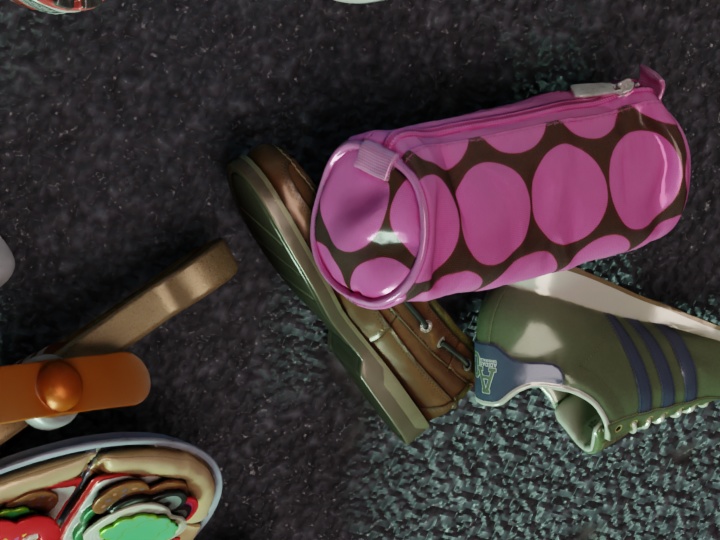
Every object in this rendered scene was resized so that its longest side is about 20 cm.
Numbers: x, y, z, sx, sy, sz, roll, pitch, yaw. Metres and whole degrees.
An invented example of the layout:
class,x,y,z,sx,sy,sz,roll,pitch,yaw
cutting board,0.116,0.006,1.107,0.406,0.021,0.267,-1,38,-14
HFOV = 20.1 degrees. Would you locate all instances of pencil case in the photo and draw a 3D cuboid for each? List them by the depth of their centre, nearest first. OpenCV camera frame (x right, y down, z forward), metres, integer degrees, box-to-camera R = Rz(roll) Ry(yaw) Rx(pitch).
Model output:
class,x,y,z,sx,sy,sz,roll,pitch,yaw
pencil case,0.072,-0.044,1.011,0.199,0.091,0.094,-17,136,-38

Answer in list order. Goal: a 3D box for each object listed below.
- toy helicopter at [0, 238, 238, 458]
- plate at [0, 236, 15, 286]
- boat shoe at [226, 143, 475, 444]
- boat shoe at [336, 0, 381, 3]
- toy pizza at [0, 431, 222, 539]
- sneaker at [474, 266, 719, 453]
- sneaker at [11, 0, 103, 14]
class,x,y,z,sx,sy,sz,roll,pitch,yaw
toy helicopter,-0.142,0.043,0.988,0.200,0.132,0.079,-35,96,-17
plate,-0.294,-0.005,0.960,0.200,0.032,0.200,-38,119,-1
boat shoe,0.000,0.000,1.056,0.068,0.072,0.200,-38,129,-7
boat shoe,0.077,-0.166,1.007,0.199,0.075,0.093,-22,145,9
toy pizza,-0.159,0.146,1.017,0.199,0.032,0.201,-20,152,-11
sneaker,0.141,0.058,1.112,0.199,0.067,0.090,20,85,-30
sneaker,-0.183,-0.196,0.895,0.078,0.082,0.201,-36,103,-23
